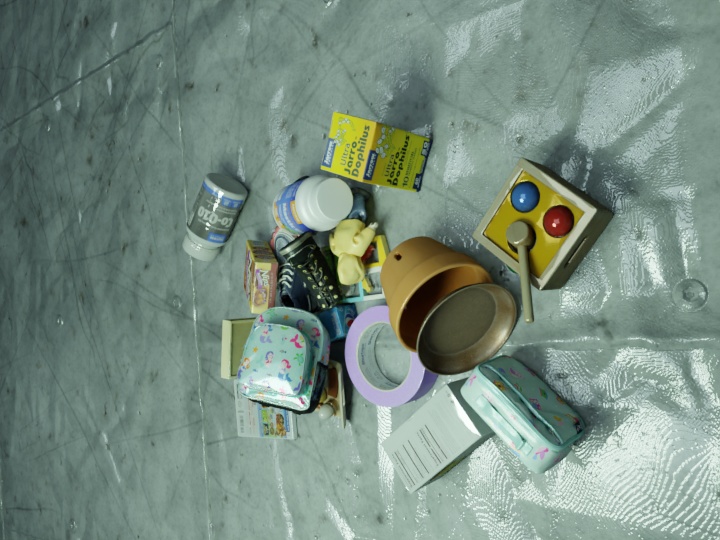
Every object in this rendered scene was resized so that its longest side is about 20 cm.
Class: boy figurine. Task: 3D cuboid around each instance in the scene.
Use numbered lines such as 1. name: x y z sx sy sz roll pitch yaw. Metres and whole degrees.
1. boy figurine: -0.014 -0.071 1.272 0.123 0.064 0.204 -11 72 36

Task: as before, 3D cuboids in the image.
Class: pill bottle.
1. pill bottle: -0.374 -0.133 1.544 0.114 0.113 0.202 41 114 30
2. pill bottle: -0.097 -0.134 1.251 0.199 0.110 0.114 -3 89 61

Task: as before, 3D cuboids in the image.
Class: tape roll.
1. tape roll: 0.064 0.171 1.240 0.198 0.065 0.204 0 89 37

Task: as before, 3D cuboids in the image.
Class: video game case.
1. video game case: -0.237 0.339 1.503 0.198 0.018 0.146 -9 84 38

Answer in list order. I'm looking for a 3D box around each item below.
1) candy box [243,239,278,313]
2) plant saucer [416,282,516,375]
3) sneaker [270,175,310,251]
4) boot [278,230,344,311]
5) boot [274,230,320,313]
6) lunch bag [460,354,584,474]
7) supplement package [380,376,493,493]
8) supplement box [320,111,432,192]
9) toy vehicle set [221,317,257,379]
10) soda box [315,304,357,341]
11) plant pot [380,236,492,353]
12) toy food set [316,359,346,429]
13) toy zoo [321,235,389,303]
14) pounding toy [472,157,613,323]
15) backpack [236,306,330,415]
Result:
1. candy box: -0.232 0.010 1.401 0.200 0.056 0.119 -137 51 -66
2. plant saucer: 0.183 0.098 1.079 0.202 0.198 0.037 -60 34 21
3. sneaker: -0.135 -0.117 1.399 0.086 0.073 0.202 32 116 22
4. boot: -0.093 0.005 1.249 0.073 0.204 0.155 -31 88 1
5. boot: -0.155 0.012 1.355 0.072 0.090 0.202 -22 95 34
6. lunch bag: 0.273 0.235 1.018 0.200 0.159 0.078 44 115 29
7. supplement package: 0.154 0.306 1.140 0.200 0.113 0.110 -49 62 28
8. supplement box: 0.035 -0.225 1.173 0.109 0.199 0.111 22 104 35
9. toy vehicle set: -0.230 0.170 1.382 0.026 0.199 0.127 4 91 36
10. soda box: -0.097 0.137 1.360 0.198 0.067 0.065 -23 79 35
11. plant pot: 0.125 0.032 1.123 0.202 0.198 0.140 -60 39 21
12. toy food set: -0.121 0.263 1.342 0.197 0.060 0.146 9 116 26
13. toy zoo: 0.000 0.000 1.314 0.198 0.020 0.134 -10 84 37
14. pounding toy: 0.292 -0.050 1.011 0.184 0.141 0.202 43 114 29
15. backpack: -0.154 0.176 1.249 0.175 0.151 0.203 10 70 14
